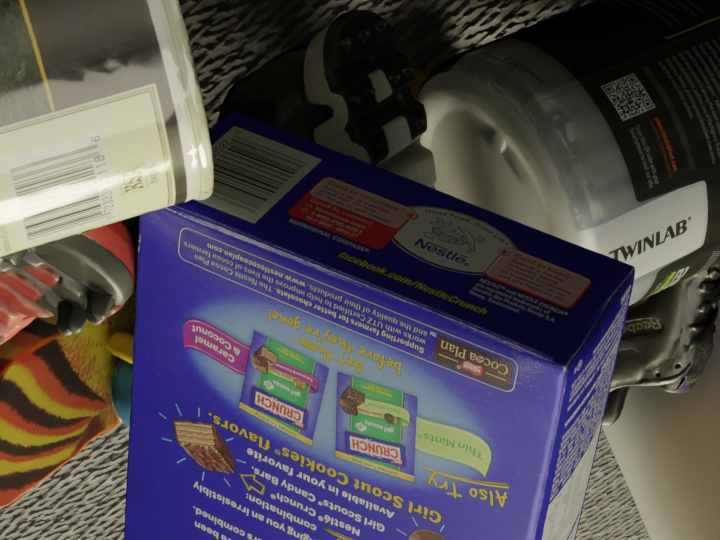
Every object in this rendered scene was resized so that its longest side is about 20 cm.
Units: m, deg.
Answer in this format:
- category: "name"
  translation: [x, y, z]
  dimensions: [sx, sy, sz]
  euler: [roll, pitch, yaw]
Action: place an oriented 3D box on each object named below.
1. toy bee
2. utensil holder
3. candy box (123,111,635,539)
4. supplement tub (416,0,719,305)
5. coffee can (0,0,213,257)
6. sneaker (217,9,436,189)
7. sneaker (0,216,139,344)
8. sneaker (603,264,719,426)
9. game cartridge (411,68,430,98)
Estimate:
- category: "toy bee"
  translation: [-0.104, 0.012, 0.963]
  dimensions: [0.200, 0.130, 0.109]
  euler: [-44, 133, -52]
- category: "utensil holder"
  translation: [0.220, 0.091, 1.201]
  dimensions: [0.169, 0.201, 0.170]
  euler: [-16, 150, -9]
- category: "candy box"
  translation: [0.000, 0.065, 0.838]
  dimensions: [0.077, 0.169, 0.201]
  euler: [-45, 151, -49]
- category: "supplement tub"
  translation: [0.131, -0.061, 0.942]
  dimensions: [0.199, 0.123, 0.123]
  euler: [-23, 154, -26]
- category: "coffee can"
  translation: [-0.164, -0.065, 0.731]
  dimensions: [0.199, 0.147, 0.147]
  euler: [-17, 151, -10]
- category: "sneaker"
  translation: [0.000, 0.000, 0.902]
  dimensions: [0.090, 0.201, 0.066]
  euler: [-12, -167, 36]
- category: "sneaker"
  translation: [-0.143, -0.021, 0.879]
  dimensions: [0.071, 0.098, 0.200]
  euler: [36, 151, -29]
- category: "sneaker"
  translation: [0.160, 0.010, 1.123]
  dimensions: [0.200, 0.088, 0.076]
  euler: [-42, 166, 36]
- category: "game cartridge"
  translation: [0.017, 0.027, 1.026]
  dimensions: [0.177, 0.032, 0.200]
  euler: [-62, 152, -14]
